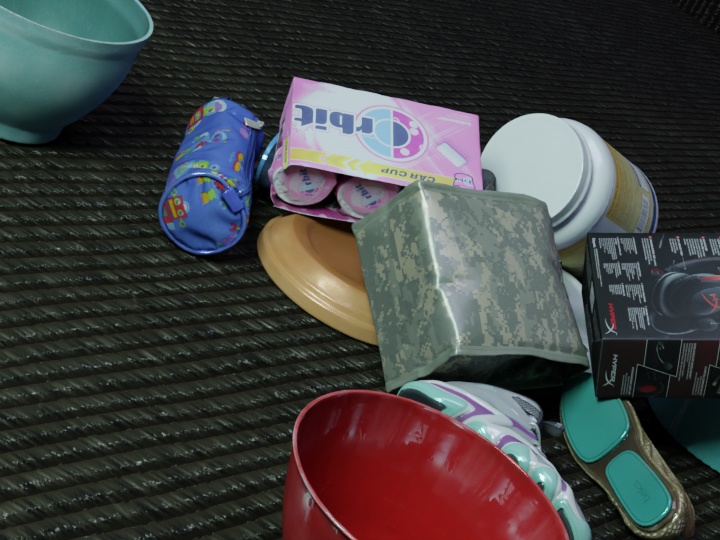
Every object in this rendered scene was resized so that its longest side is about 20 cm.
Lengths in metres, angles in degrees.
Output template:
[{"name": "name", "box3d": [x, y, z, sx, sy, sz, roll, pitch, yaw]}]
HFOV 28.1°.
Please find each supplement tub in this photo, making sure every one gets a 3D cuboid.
[{"name": "supplement tub", "box3d": [0.223, -0.079, 1.549, 0.144, 0.145, 0.200, 46, 11, 34]}]

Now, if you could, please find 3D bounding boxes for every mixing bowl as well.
[{"name": "mixing bowl", "box3d": [0.026, 0.182, 0.934, 0.199, 0.109, 0.200, 23, 26, -12]}]

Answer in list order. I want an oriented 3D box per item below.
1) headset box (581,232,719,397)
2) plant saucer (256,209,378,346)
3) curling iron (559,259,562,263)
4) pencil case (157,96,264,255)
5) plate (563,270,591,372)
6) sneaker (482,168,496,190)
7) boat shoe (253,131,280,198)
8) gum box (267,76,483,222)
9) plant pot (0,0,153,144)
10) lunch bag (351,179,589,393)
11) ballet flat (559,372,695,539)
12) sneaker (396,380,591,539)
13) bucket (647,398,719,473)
[{"name": "headset box", "box3d": [0.306, 0.039, 1.292, 0.199, 0.075, 0.149, 0, 40, 2]}, {"name": "plant saucer", "box3d": [0.000, 0.000, 1.346, 0.199, 0.038, 0.200, 24, 25, -12]}, {"name": "curling iron", "box3d": [0.126, -0.041, 1.501, 0.199, 0.026, 0.049, 22, 17, 37]}, {"name": "pencil case", "box3d": [-0.132, -0.090, 1.324, 0.078, 0.087, 0.200, 55, 16, -22]}, {"name": "plate", "box3d": [0.183, 0.037, 1.473, 0.199, 0.032, 0.200, 14, 28, -30]}, {"name": "sneaker", "box3d": [0.138, -0.020, 1.412, 0.091, 0.078, 0.201, -3, 50, 8]}, {"name": "boat shoe", "box3d": [-0.041, -0.115, 1.469, 0.068, 0.084, 0.200, 31, 26, 12]}, {"name": "gum box", "box3d": [0.012, -0.106, 1.366, 0.199, 0.066, 0.114, 10, 49, -11]}, {"name": "plant pot", "box3d": [-0.304, -0.200, 1.291, 0.199, 0.135, 0.201, 23, 26, -12]}, {"name": "lunch bag", "box3d": [0.108, 0.020, 1.270, 0.199, 0.117, 0.165, 5, 64, -39]}, {"name": "ballet flat", "box3d": [0.231, 0.170, 1.251, 0.065, 0.070, 0.200, 45, 15, -36]}, {"name": "sneaker", "box3d": [0.132, 0.149, 1.148, 0.139, 0.078, 0.200, -6, 42, -50]}, {"name": "bucket", "box3d": [0.393, 0.112, 1.426, 0.206, 0.135, 0.208, 24, 25, -12]}]
